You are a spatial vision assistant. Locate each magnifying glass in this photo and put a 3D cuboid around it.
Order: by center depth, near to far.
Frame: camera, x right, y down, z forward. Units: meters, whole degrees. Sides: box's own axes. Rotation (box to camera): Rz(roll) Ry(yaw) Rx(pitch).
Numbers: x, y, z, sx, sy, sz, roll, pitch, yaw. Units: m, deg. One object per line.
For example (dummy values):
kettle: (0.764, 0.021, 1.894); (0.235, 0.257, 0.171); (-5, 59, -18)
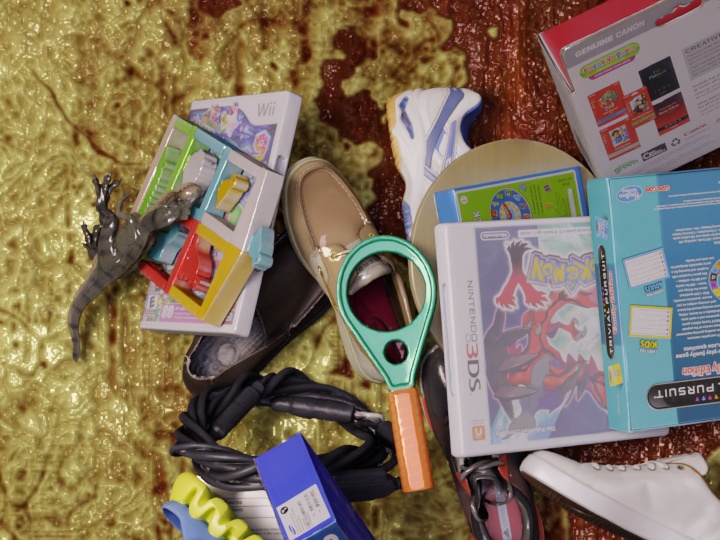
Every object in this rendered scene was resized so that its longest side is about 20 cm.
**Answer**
magnifying glass: (0.030, 0.072, 1.479); (0.079, 0.022, 0.202); (-10, 82, 5)

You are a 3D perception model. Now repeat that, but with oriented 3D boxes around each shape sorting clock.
shape sorting clock: (0.129, -0.006, 1.538); (0.198, 0.039, 0.202); (2, 85, -27)

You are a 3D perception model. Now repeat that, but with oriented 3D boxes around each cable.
cable: (-0.062, 0.126, 1.502); (0.198, 0.163, 0.051); (-1, 121, -28)

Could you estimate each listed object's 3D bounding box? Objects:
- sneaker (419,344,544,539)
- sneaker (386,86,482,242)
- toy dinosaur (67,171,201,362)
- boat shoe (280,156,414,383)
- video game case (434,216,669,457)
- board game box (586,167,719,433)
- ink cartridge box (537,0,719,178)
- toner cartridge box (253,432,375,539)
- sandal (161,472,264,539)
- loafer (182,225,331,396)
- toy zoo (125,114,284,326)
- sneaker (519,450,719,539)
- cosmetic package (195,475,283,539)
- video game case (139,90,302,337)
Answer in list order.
sneaker: (0.103, 0.150, 1.533); (0.077, 0.082, 0.201); (-22, 82, 3)
sneaker: (0.078, -0.057, 1.561); (0.087, 0.075, 0.202); (-9, 84, 5)
toy dinosaur: (-0.207, -0.022, 1.574); (0.200, 0.047, 0.089); (-50, 48, 30)
boat shoe: (0.000, 0.000, 1.536); (0.074, 0.066, 0.201); (-31, 105, -20)
video game case: (0.156, 0.049, 1.512); (0.198, 0.023, 0.184); (-3, 88, -27)
board game box: (0.266, 0.020, 1.512); (0.150, 0.047, 0.202); (-5, 91, -15)
ink cartridge box: (0.253, -0.178, 1.499); (0.199, 0.176, 0.084); (-25, 46, 2)
toner cartridge box: (-0.011, 0.219, 1.425); (0.043, 0.201, 0.095); (-28, 43, 3)
sandal: (-0.092, 0.242, 1.418); (0.199, 0.080, 0.087); (35, 70, 32)
loafer: (-0.075, 0.030, 1.570); (0.073, 0.071, 0.201); (37, 89, 8)
toy zoo: (-0.127, -0.039, 1.533); (0.200, 0.020, 0.132); (34, 101, 52)
sneaker: (0.226, 0.174, 1.522); (0.199, 0.073, 0.085); (25, 81, -9)
cosmetic package: (-0.080, 0.266, 1.538); (0.102, 0.087, 0.202); (-1, 85, 7)
video game case: (-0.117, -0.046, 1.555); (0.018, 0.143, 0.202); (20, 78, -37)
